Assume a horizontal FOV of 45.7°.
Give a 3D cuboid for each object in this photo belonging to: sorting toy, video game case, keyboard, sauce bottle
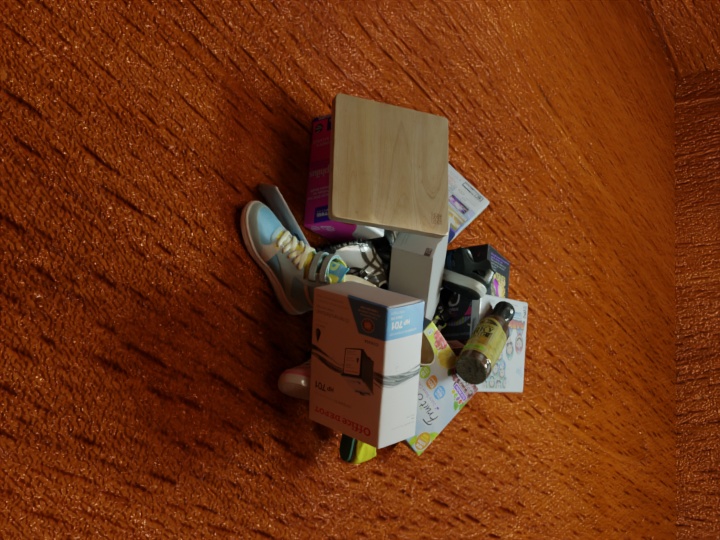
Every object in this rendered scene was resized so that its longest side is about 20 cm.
[{"bbox_3d":[0.037,-0.155,1.351,0.197,0.070,0.202,8,73,-22],"label":"sorting toy"},{"bbox_3d":[0.132,-0.155,1.632,0.200,0.046,0.181,44,36,6],"label":"video game case"},{"bbox_3d":[0.270,0.145,1.669,0.199,0.024,0.184,11,81,-52],"label":"video game case"},{"bbox_3d":[-0.100,-0.051,1.342,0.011,0.056,0.201,-42,120,-25],"label":"keyboard"},{"bbox_3d":[0.232,0.125,1.550,0.200,0.064,0.065,-50,124,-50],"label":"sauce bottle"}]

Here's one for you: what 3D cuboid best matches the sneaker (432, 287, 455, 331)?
[{"bbox_3d":[0.133,0.091,1.636,0.072,0.082,0.201,52,44,-37],"label":"sneaker"}]

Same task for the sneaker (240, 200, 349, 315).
[{"bbox_3d":[-0.088,-0.025,1.284,0.201,0.130,0.080,61,41,-28],"label":"sneaker"}]

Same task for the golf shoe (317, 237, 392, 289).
[{"bbox_3d":[0.000,0.000,1.461,0.199,0.077,0.096,12,73,-54],"label":"golf shoe"}]

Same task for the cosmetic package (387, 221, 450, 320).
[{"bbox_3d":[0.101,0.010,1.527,0.113,0.080,0.201,-61,159,-47],"label":"cosmetic package"}]

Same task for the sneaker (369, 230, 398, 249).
[{"bbox_3d":[0.090,-0.074,1.605,0.199,0.088,0.075,-14,96,-55],"label":"sneaker"}]

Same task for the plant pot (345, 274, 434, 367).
[{"bbox_3d":[0.036,0.086,1.371,0.199,0.028,0.200,37,18,-14],"label":"plant pot"}]

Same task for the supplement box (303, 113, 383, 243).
[{"bbox_3d":[-0.020,-0.158,1.441,0.103,0.100,0.202,25,63,-51],"label":"supplement box"}]

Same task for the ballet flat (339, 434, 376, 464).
[{"bbox_3d":[0.014,0.206,1.328,0.066,0.067,0.202,3,106,-24],"label":"ballet flat"}]

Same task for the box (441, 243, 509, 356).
[{"bbox_3d":[0.225,0.062,1.744,0.106,0.121,0.202,33,57,-47],"label":"box"}]

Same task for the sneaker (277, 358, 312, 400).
[{"bbox_3d":[-0.061,0.150,1.340,0.200,0.075,0.106,28,62,-57],"label":"sneaker"}]

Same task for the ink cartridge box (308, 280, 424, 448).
[{"bbox_3d":[0.006,0.129,1.214,0.085,0.146,0.202,-8,106,-47],"label":"ink cartridge box"}]

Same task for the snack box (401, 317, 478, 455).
[{"bbox_3d":[0.097,0.201,1.511,0.169,0.068,0.201,-45,125,-13],"label":"snack box"}]

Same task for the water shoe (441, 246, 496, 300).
[{"bbox_3d":[0.177,-0.007,1.622,0.079,0.199,0.072,-51,134,-9],"label":"water shoe"}]
